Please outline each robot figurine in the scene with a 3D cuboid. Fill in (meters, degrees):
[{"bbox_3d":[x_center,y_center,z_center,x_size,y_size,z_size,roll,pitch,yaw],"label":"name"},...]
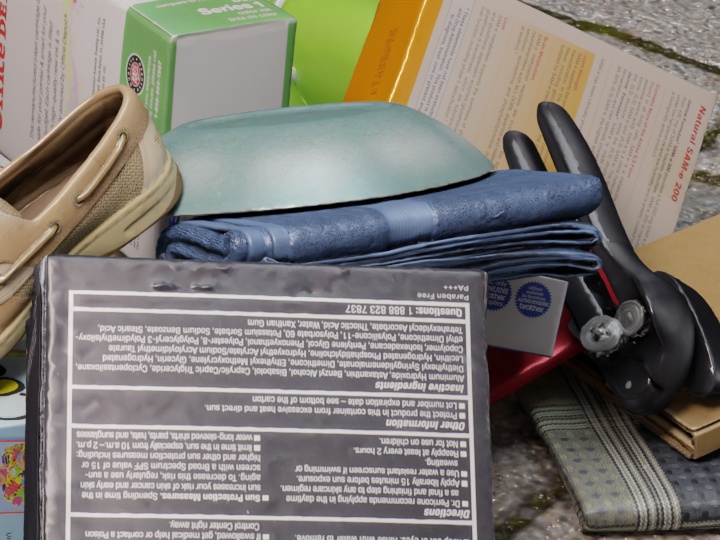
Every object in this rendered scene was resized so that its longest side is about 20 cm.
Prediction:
[{"bbox_3d":[-0.002,-0.132,1.878,0.200,0.116,0.175,21,29,27],"label":"robot figurine"}]

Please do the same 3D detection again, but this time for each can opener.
[{"bbox_3d":[0.126,-0.005,1.567,0.079,0.063,0.200,25,29,-54],"label":"can opener"}]

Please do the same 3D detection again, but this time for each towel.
[{"bbox_3d":[0.182,0.083,1.599,0.192,0.035,0.200,-3,30,-13],"label":"towel"},{"bbox_3d":[0.010,-0.012,1.410,0.200,0.049,0.112,-10,9,-25],"label":"towel"}]

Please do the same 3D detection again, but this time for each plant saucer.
[{"bbox_3d":[-0.034,-0.059,1.469,0.201,0.039,0.201,-6,8,1],"label":"plant saucer"}]

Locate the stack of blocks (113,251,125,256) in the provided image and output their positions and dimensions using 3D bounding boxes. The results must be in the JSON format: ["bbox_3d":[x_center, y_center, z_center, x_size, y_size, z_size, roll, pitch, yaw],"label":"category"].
[{"bbox_3d":[-0.069,-0.006,1.675,0.200,0.059,0.115,14,27,14],"label":"stack of blocks"}]

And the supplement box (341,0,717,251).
[{"bbox_3d":[0.092,-0.079,1.696,0.200,0.126,0.074,24,-11,-22],"label":"supplement box"}]

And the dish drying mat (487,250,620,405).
[{"bbox_3d":[0.060,0.048,1.578,0.200,0.018,0.077,-30,41,-21],"label":"dish drying mat"}]

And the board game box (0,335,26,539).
[{"bbox_3d":[-0.149,0.089,1.416,0.200,0.105,0.103,-7,28,-27],"label":"board game box"}]

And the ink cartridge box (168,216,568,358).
[{"bbox_3d":[0.000,0.000,1.516,0.200,0.044,0.094,10,7,-7],"label":"ink cartridge box"}]

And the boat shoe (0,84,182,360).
[{"bbox_3d":[-0.174,-0.012,1.360,0.200,0.065,0.071,-41,42,-22],"label":"boat shoe"}]

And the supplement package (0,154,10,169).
[{"bbox_3d":[-0.253,-0.006,1.482,0.117,0.117,0.200,36,16,24],"label":"supplement package"}]

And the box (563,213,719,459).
[{"bbox_3d":[0.209,0.025,1.625,0.200,0.021,0.163,-22,37,-27],"label":"box"}]

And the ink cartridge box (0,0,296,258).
[{"bbox_3d":[-0.127,-0.105,1.631,0.084,0.145,0.200,-13,32,-33],"label":"ink cartridge box"}]

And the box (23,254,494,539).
[{"bbox_3d":[-0.048,0.108,1.285,0.200,0.123,0.199,2,69,-9],"label":"box"}]
